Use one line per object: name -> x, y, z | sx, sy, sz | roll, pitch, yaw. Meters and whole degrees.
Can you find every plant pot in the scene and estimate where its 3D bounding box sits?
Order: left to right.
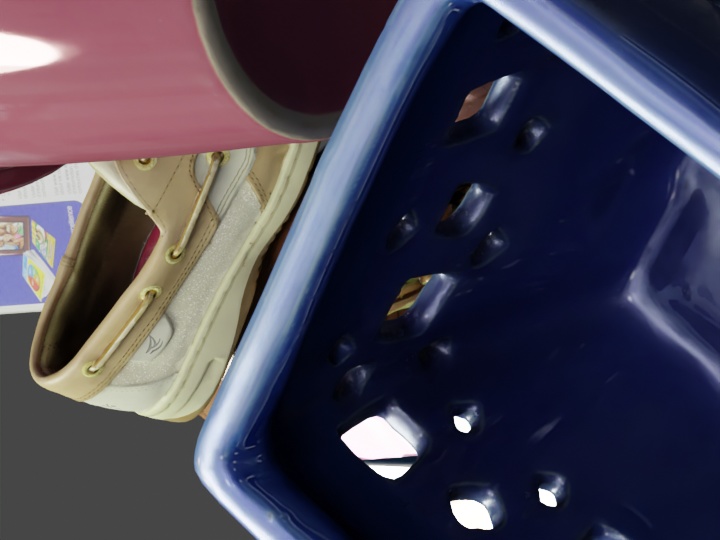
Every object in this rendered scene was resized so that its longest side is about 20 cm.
plant pot -> -0.076, -0.112, 0.747 | 0.179, 0.200, 0.200 | 12, 113, 34
plant pot -> 0.102, 0.018, 0.715 | 0.200, 0.180, 0.200 | 39, 126, 17

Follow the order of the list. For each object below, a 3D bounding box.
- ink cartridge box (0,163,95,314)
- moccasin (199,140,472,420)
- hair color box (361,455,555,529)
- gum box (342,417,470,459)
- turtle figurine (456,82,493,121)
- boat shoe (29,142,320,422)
ink cartridge box -> -0.163, -0.030, 1.025 | 0.200, 0.037, 0.095 | -5, 102, 14
moccasin -> -0.001, 0.001, 0.930 | 0.078, 0.074, 0.201 | 48, 125, 7
hair color box -> 0.097, 0.112, 0.996 | 0.200, 0.061, 0.100 | -2, 104, 38
gum box -> 0.023, 0.009, 1.009 | 0.200, 0.066, 0.114 | -8, 102, 39
turtle figurine -> 0.035, -0.127, 0.796 | 0.064, 0.200, 0.161 | -6, 98, -7
boat shoe -> -0.064, -0.036, 0.898 | 0.074, 0.066, 0.200 | 44, 122, 51
